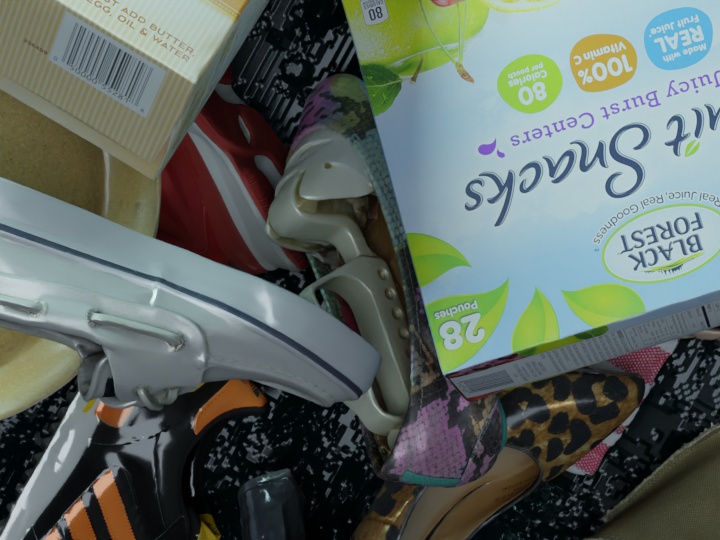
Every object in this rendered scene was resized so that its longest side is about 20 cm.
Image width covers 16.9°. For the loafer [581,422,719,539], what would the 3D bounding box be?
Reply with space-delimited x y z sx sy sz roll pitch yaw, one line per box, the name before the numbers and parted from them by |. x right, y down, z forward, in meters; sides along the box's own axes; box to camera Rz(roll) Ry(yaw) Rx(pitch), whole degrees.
loafer | 0.132 0.135 1.054 0.076 0.068 0.200 41 70 14

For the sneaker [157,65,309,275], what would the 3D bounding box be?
sneaker | -0.109 -0.061 1.047 0.115 0.079 0.201 -19 122 17

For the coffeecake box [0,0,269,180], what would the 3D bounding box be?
coffeecake box | -0.093 -0.161 0.946 0.153 0.073 0.201 30 56 -2

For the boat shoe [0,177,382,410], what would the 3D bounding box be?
boat shoe | -0.089 0.022 0.938 0.199 0.072 0.066 23 79 -20

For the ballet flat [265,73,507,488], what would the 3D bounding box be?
ballet flat | 0.000 0.000 1.024 0.069 0.071 0.201 -44 57 43

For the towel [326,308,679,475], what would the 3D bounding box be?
towel | 0.085 -0.019 1.066 0.146 0.030 0.201 29 115 2

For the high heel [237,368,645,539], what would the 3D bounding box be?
high heel | 0.041 0.125 1.035 0.199 0.143 0.071 -23 137 15

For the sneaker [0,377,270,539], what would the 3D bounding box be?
sneaker | -0.114 0.121 1.102 0.090 0.070 0.201 28 97 3

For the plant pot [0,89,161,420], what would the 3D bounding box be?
plant pot | -0.176 -0.036 0.954 0.198 0.027 0.202 1 87 -25

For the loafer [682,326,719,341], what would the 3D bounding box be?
loafer | 0.145 0.003 1.008 0.198 0.063 0.073 -2 109 15

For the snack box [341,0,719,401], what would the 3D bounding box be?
snack box | 0.110 -0.058 0.965 0.198 0.068 0.170 -17 75 9
